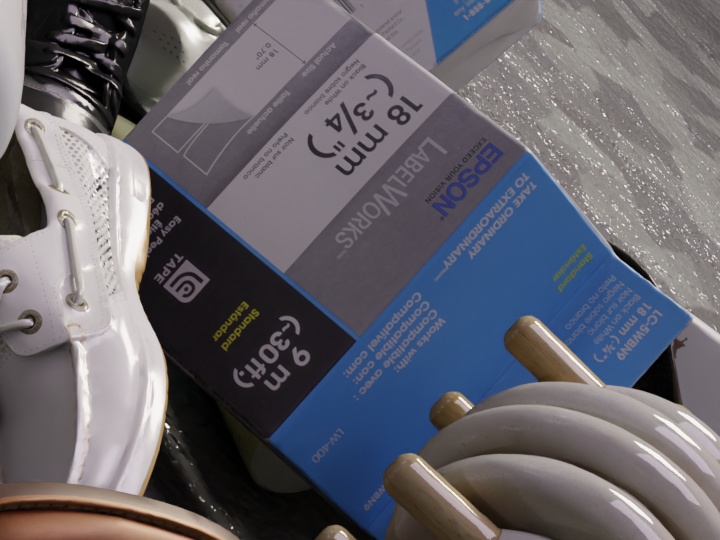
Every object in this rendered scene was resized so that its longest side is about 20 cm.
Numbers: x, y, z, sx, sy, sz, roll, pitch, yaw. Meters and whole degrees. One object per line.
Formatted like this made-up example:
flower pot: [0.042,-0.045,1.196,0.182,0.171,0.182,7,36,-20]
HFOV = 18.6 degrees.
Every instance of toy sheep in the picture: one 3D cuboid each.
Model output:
toy sheep: [0.069,0.095,0.726,0.138,0.138,0.200,46,45,-1]

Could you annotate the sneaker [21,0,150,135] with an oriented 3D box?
sneaker: [-0.126,-0.100,0.912,0.076,0.088,0.200,34,23,-33]

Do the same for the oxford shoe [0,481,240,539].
oxford shoe: [-0.049,0.128,0.661,0.200,0.071,0.071,36,26,-31]

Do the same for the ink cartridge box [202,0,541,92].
ink cartridge box: [-0.025,-0.157,0.985,0.200,0.116,0.067,50,-2,12]

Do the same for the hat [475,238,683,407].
hat: [0.044,0.066,0.878,0.081,0.201,0.201,-9,52,-31]

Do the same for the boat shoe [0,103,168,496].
boat shoe: [-0.112,0.018,0.734,0.069,0.071,0.200,31,30,-31]

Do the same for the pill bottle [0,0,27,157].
pill bottle: [-0.170,-0.077,0.737,0.114,0.114,0.200,37,22,-26]

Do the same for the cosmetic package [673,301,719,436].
cosmetic package: [0.113,0.039,1.058,0.108,0.085,0.200,35,4,-29]

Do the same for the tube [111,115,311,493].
tube: [-0.058,0.003,0.917,0.058,0.052,0.200,91,-24,-46]

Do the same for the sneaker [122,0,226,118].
sneaker: [-0.077,-0.125,1.068,0.075,0.087,0.200,50,21,3]

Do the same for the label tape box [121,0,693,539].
label tape box: [0.000,0.000,0.817,0.200,0.144,0.063,39,-7,27]
